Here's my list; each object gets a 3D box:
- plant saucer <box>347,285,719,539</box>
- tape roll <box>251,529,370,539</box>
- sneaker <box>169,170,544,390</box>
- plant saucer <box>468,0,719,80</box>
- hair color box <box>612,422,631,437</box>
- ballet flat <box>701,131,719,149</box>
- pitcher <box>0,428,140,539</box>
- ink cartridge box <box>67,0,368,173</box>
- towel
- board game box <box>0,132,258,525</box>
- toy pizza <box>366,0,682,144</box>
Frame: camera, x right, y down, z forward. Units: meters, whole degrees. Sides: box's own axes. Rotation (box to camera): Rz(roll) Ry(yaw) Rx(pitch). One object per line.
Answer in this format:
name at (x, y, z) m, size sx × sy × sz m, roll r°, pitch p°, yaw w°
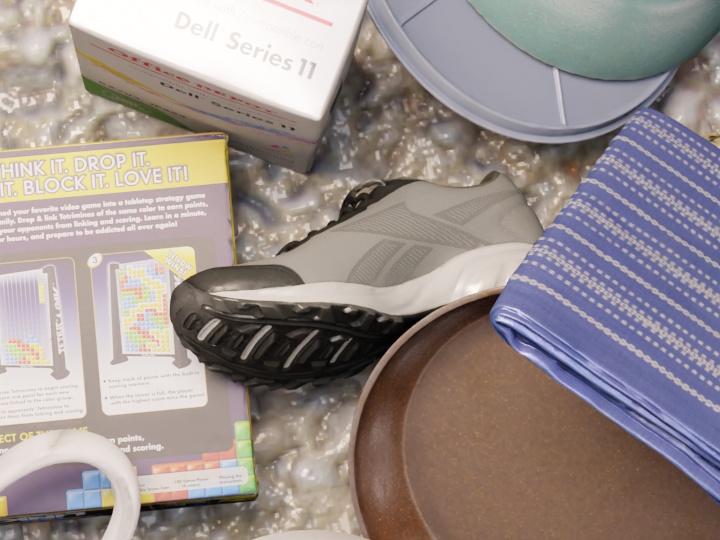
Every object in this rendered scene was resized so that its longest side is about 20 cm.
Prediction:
plant saucer at (0.094, 0.091, 1.144) m, size 0.199 × 0.035 × 0.201 m, roll 8°, pitch 116°, yaw 16°
tape roll at (0.002, 0.219, 1.074) m, size 0.202 × 0.139 × 0.204 m, roll -5°, pitch 99°, yaw -29°
sneaker at (0.000, 0.000, 1.154) m, size 0.199 × 0.074 × 0.080 m, roll -9°, pitch 66°, yaw -34°
plant saucer at (0.112, -0.188, 1.173) m, size 0.199 × 0.036 × 0.201 m, roll 6°, pitch 77°, yaw -30°
hair color box at (0.207, 0.023, 1.187) m, size 0.199 × 0.061 × 0.100 m, roll -3°, pitch 84°, yaw -3°
ballet flat at (0.244, -0.060, 1.184) m, size 0.199 × 0.067 × 0.047 m, roll -2°, pitch 111°, yaw 5°
pitcher at (-0.183, 0.159, 1.110) m, size 0.199 × 0.121 × 0.172 m, roll -10°, pitch 109°, yaw -9°
ink cartridge box at (-0.061, -0.104, 1.115) m, size 0.117 × 0.200 × 0.068 m, roll 21°, pitch 83°, yaw -1°
towel at (0.143, 0.015, 1.083) m, size 0.145 × 0.200 × 0.024 m, roll 35°, pitch 127°, yaw 4°
board game box at (-0.151, 0.030, 1.169) m, size 0.199 × 0.057 × 0.166 m, roll -4°, pitch 82°, yaw -3°
toy pizza at (0.072, -0.154, 1.182) m, size 0.199 × 0.032 × 0.201 m, roll 7°, pitch 77°, yaw -30°
